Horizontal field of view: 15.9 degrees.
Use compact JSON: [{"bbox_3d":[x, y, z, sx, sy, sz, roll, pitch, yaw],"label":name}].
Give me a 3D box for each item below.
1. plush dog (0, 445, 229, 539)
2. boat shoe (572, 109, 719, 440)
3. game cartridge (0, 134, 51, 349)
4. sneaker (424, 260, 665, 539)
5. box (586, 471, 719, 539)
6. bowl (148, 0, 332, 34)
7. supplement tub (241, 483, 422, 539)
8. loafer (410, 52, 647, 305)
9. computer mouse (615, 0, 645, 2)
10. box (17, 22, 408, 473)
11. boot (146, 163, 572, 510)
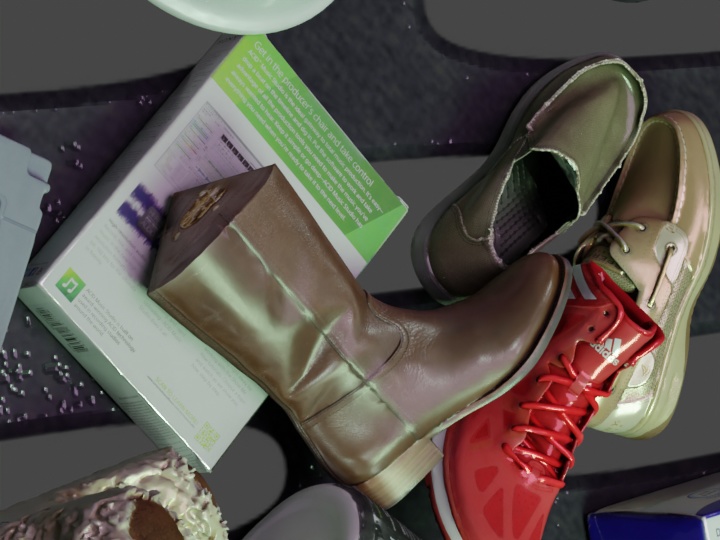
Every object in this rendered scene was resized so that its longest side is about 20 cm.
[{"bbox_3d":[-0.132,0.195,1.258,0.160,0.200,0.172,-19,94,2],"label":"plush dog"},{"bbox_3d":[0.164,-0.002,1.534,0.064,0.071,0.200,16,79,-36],"label":"boat shoe"},{"bbox_3d":[-0.235,0.014,1.257,0.133,0.041,0.200,27,71,-36],"label":"game cartridge"},{"bbox_3d":[0.103,0.072,1.417,0.078,0.115,0.200,33,44,-32],"label":"sneaker"},{"bbox_3d":[0.250,0.223,1.562,0.184,0.105,0.200,-12,95,-36],"label":"box"},{"bbox_3d":[-0.055,-0.232,1.356,0.201,0.090,0.202,9,72,-31],"label":"bowl"},{"bbox_3d":[0.023,0.214,1.382,0.200,0.122,0.123,41,64,-28],"label":"supplement tub"},{"bbox_3d":[0.112,-0.053,1.499,0.075,0.070,0.200,52,60,-22],"label":"loafer"},{"bbox_3d":[0.216,-0.236,1.603,0.200,0.046,0.141,-2,89,-37],"label":"computer mouse"},{"bbox_3d":[-0.076,-0.013,1.379,0.144,0.036,0.200,50,62,-23],"label":"box"},{"bbox_3d":[0.000,0.000,1.368,0.200,0.064,0.186,48,70,-21],"label":"boot"}]
